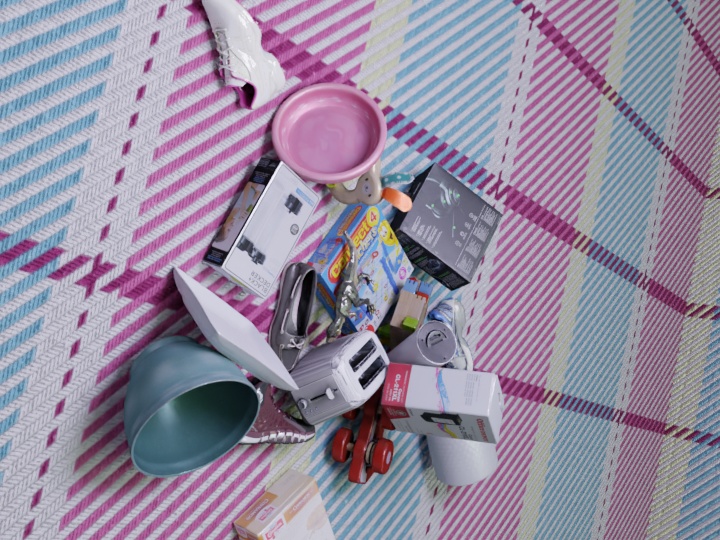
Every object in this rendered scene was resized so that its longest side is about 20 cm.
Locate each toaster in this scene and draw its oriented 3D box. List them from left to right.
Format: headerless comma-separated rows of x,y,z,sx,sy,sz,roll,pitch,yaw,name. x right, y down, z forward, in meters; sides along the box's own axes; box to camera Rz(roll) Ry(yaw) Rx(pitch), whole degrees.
-0.033,0.186,1.443,0.115,0.128,0.200,63,34,-6,toaster

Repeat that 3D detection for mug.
0.224,0.349,1.794,0.200,0.145,0.179,-46,123,-59,mug

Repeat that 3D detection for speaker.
0.106,0.162,1.504,0.079,0.200,0.083,8,66,-17,speaker

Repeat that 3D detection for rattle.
-0.017,-0.168,1.387,0.131,0.200,0.142,-53,144,9,rattle

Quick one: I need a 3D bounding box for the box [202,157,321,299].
-0.160,-0.069,1.326,0.116,0.059,0.203,41,73,-43,box

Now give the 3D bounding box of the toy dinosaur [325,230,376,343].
-0.012,0.037,1.458,0.087,0.047,0.205,14,85,-40,toy dinosaur

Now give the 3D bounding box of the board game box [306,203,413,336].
0.000,0.000,1.542,0.202,0.055,0.197,-56,133,-27,board game box

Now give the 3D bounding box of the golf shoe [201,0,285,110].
-0.194,-0.345,1.261,0.092,0.074,0.201,-54,130,-24,golf shoe

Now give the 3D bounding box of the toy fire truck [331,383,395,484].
0.027,0.322,1.592,0.168,0.110,0.205,40,61,-67,toy fire truck

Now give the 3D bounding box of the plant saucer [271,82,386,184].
-0.053,-0.228,1.373,0.202,0.197,0.051,-58,166,-25,plant saucer

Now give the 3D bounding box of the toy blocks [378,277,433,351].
0.104,0.082,1.609,0.201,0.098,0.139,85,25,-66,toy blocks

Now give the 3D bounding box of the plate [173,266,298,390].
-0.201,0.098,1.241,0.032,0.200,0.199,-46,133,1,plate

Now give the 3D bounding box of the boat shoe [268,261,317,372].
-0.117,0.086,1.419,0.066,0.056,0.205,8,89,-48,boat shoe

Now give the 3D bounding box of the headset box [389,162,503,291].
0.163,-0.091,1.633,0.198,0.093,0.176,34,67,-12,headset box

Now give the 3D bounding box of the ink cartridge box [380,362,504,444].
0.151,0.240,1.447,0.146,0.195,0.084,63,36,-55,ink cartridge box

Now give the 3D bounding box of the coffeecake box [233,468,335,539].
-0.128,0.494,1.453,0.153,0.072,0.204,-36,121,-39,coffeecake box

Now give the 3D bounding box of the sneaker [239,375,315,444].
-0.149,0.239,1.394,0.198,0.075,0.119,9,85,-48,sneaker

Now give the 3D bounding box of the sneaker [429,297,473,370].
0.191,0.168,1.784,0.084,0.076,0.205,-20,103,-35,sneaker

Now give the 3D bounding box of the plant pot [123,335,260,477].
-0.263,0.184,1.180,0.197,0.135,0.203,-24,143,-19,plant pot
